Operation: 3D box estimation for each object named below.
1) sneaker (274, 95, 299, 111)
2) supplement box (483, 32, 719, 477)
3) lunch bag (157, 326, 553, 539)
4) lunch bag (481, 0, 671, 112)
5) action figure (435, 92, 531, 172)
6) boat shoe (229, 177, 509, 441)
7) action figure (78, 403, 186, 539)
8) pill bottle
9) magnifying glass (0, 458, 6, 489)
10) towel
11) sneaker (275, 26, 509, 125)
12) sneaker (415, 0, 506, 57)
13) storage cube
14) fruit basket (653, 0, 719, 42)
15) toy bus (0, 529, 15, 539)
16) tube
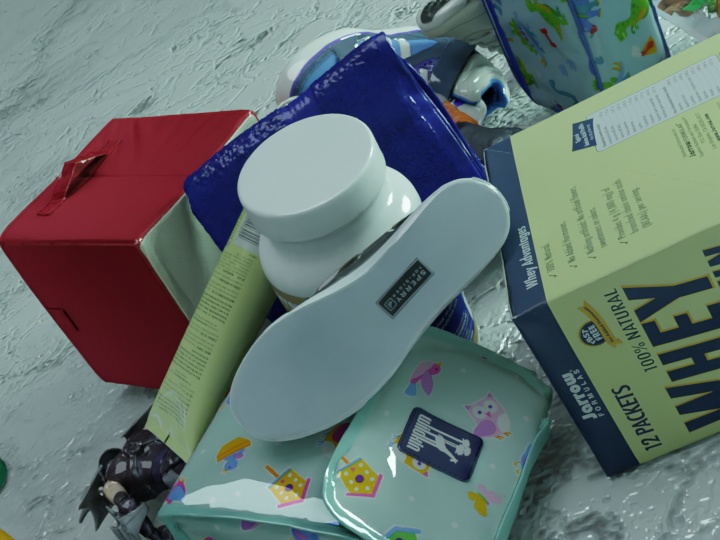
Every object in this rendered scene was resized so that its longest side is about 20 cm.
[{"bbox_3d":[-0.030,-0.038,1.037,0.073,0.202,0.082,-1,0,15],"label":"sneaker"},{"bbox_3d":[0.197,-0.020,0.773,0.199,0.135,0.200,-25,29,16],"label":"supplement box"},{"bbox_3d":[0.006,0.124,0.773,0.199,0.122,0.171,-1,38,29],"label":"lunch bag"},{"bbox_3d":[0.162,-0.213,1.037,0.082,0.201,0.161,-37,37,-10],"label":"lunch bag"},{"bbox_3d":[0.070,-0.067,1.005,0.193,0.105,0.200,19,61,41],"label":"action figure"},{"bbox_3d":[0.005,0.022,0.751,0.200,0.070,0.066,-46,1,-5],"label":"boat shoe"},{"bbox_3d":[-0.129,0.144,0.942,0.199,0.069,0.131,-16,40,37],"label":"action figure"},{"bbox_3d":[0.000,0.000,0.864,0.115,0.201,0.116,-16,41,14],"label":"pill bottle"},{"bbox_3d":[-0.391,0.192,1.193,0.199,0.022,0.080,7,49,49],"label":"magnifying glass"},{"bbox_3d":[-0.018,-0.063,0.958,0.199,0.148,0.050,-34,3,11],"label":"towel"},{"bbox_3d":[0.041,-0.160,1.150,0.199,0.081,0.146,-20,42,-36],"label":"sneaker"},{"bbox_3d":[0.132,-0.226,1.154,0.199,0.082,0.075,-20,9,-40],"label":"sneaker"},{"bbox_3d":[-0.159,-0.016,1.085,0.179,0.201,0.171,2,44,40],"label":"storage cube"},{"bbox_3d":[0.326,-0.246,1.005,0.185,0.094,0.200,-36,48,-3],"label":"fruit basket"},{"bbox_3d":[-0.262,0.231,0.929,0.065,0.078,0.199,-46,30,-22],"label":"toy bus"},{"bbox_3d":[-0.094,0.034,0.911,0.201,0.052,0.058,-64,-7,-3],"label":"tube"}]
